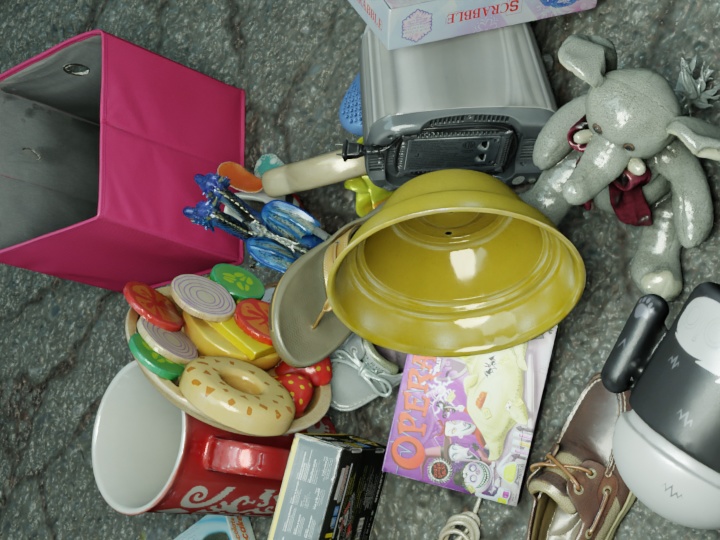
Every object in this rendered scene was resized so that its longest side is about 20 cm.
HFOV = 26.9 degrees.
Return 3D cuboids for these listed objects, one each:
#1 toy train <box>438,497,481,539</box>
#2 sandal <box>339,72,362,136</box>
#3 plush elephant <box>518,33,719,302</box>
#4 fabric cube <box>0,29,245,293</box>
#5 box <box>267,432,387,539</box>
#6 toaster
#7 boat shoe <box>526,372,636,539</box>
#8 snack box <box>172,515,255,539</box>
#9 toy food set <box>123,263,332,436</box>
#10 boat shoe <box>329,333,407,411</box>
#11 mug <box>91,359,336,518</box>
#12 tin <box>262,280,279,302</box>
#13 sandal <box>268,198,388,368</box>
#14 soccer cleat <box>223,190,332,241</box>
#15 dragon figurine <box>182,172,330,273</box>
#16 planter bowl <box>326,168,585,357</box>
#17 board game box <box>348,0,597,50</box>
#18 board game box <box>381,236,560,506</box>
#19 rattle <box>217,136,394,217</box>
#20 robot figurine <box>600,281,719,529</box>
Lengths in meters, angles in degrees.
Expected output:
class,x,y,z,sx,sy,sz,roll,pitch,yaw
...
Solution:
class,x,y,z,sx,sy,sz,roll,pitch,yaw
toy train,0.029,0.263,1.254,0.084,0.115,0.202,27,97,42
sandal,0.039,-0.209,1.394,0.201,0.087,0.080,-52,52,21
plush elephant,0.202,-0.092,1.154,0.164,0.155,0.201,34,95,23
fabric cube,-0.254,-0.103,1.553,0.195,0.198,0.203,-15,69,39
box,-0.037,0.242,1.288,0.049,0.160,0.202,14,88,19
toaster,0.072,-0.148,1.290,0.197,0.114,0.131,-4,62,-5
boat shoe,0.168,0.174,1.182,0.072,0.072,0.202,20,92,43
snack box,-0.172,0.327,1.472,0.200,0.037,0.117,-39,56,28
toy food set,-0.113,0.068,1.292,0.197,0.199,0.049,38,118,20
boat shoe,0.033,0.056,1.325,0.202,0.065,0.075,-40,96,21
mug,-0.113,0.173,1.344,0.177,0.199,0.134,44,109,42
tin,-0.104,0.092,1.475,0.200,0.042,0.113,-41,59,26
sandal,0.000,0.000,1.283,0.200,0.081,0.054,-40,8,-17
soccer cleat,-0.057,-0.017,1.423,0.200,0.085,0.069,47,123,41
dragon figurine,-0.066,-0.024,1.338,0.198,0.099,0.059,25,82,20
planter bowl,0.072,-0.020,1.172,0.199,0.200,0.084,-28,47,33
board game box,0.073,-0.273,1.299,0.201,0.197,0.041,-123,26,-45
board game box,0.096,0.083,1.249,0.119,0.032,0.203,13,94,15
rattle,-0.027,-0.055,1.409,0.198,0.130,0.144,-16,111,24
robot figurine,0.266,0.089,1.085,0.201,0.124,0.150,-61,31,11
